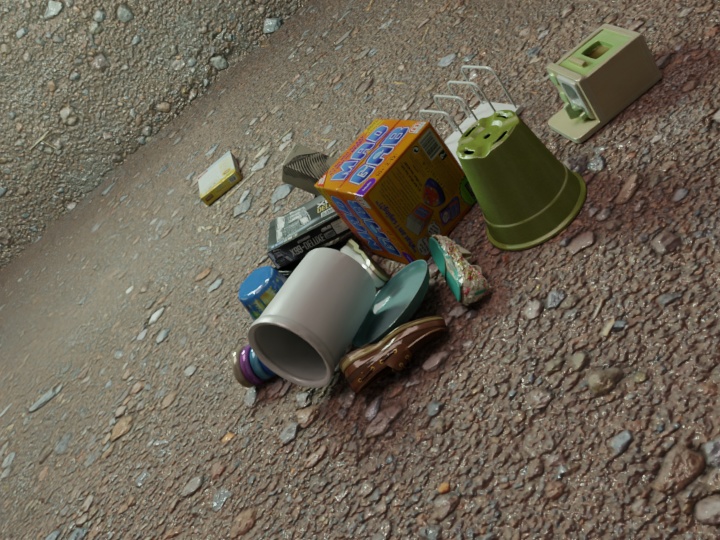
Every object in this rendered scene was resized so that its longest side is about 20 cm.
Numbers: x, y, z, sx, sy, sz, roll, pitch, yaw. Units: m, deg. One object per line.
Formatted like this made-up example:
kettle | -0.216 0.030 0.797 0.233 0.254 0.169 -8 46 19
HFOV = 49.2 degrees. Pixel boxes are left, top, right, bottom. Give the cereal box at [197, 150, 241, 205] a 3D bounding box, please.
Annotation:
cereal box | -0.458 -0.300 2.546 0.144 0.040 0.200 -37 29 7

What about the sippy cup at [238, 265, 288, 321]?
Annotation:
sippy cup | -0.183 0.065 1.654 0.140 0.130 0.177 -52 32 -17

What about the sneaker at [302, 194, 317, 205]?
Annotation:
sneaker | -0.120 -0.121 1.876 0.075 0.079 0.201 -7 44 46

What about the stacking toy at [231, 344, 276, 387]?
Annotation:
stacking toy | -0.153 0.168 1.551 0.199 0.086 0.086 -18 36 23

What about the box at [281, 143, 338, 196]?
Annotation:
box | -0.081 -0.219 1.851 0.199 0.069 0.083 21 58 7

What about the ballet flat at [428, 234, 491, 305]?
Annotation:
ballet flat | 0.178 -0.003 1.404 0.063 0.076 0.200 -10 35 -8

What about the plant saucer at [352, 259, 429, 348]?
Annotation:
plant saucer | 0.060 0.066 1.426 0.200 0.027 0.200 -45 15 15

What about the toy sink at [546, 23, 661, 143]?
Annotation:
toy sink | 0.441 -0.362 1.502 0.200 0.112 0.131 -39 29 5

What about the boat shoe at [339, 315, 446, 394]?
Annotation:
boat shoe | 0.063 0.145 1.339 0.199 0.072 0.068 -29 64 7

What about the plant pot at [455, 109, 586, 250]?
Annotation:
plant pot | 0.266 -0.172 1.381 0.199 0.190 0.201 -28 32 20

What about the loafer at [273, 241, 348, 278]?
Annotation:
loafer | -0.106 -0.017 1.731 0.200 0.070 0.068 -25 33 26

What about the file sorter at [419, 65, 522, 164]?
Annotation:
file sorter | 0.219 -0.331 1.712 0.200 0.125 0.139 -47 30 -9

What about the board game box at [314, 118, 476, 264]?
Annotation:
board game box | 0.072 -0.160 1.579 0.200 0.200 0.199 -49 31 -13

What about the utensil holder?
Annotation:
utensil holder | -0.082 0.083 1.431 0.169 0.170 0.200 -9 36 43

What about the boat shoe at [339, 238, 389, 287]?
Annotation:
boat shoe | 0.000 0.000 1.593 0.068 0.075 0.200 -47 22 1

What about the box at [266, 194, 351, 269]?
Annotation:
box | -0.109 -0.101 1.742 0.199 0.050 0.158 -27 27 11
